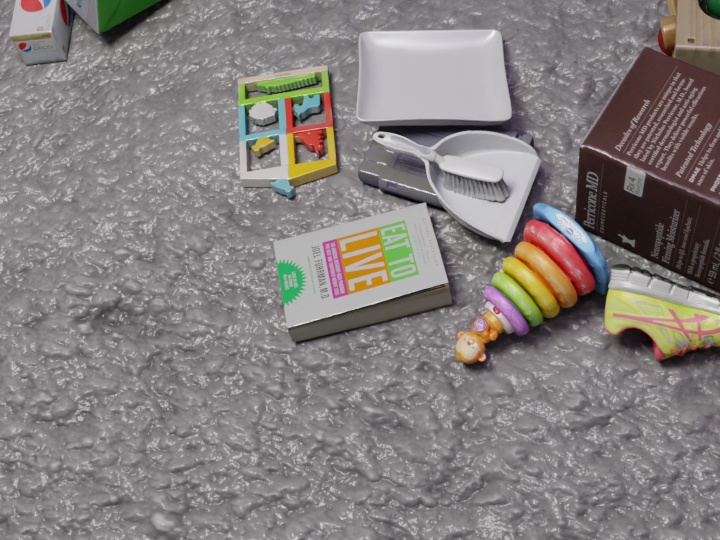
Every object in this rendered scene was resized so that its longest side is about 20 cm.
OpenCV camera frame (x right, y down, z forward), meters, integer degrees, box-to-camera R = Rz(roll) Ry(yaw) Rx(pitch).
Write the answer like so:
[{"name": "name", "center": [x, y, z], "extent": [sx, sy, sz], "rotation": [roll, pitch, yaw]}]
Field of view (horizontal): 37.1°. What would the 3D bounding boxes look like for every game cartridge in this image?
[{"name": "game cartridge", "center": [0.108, -0.139, 1.373], "extent": [0.197, 0.039, 0.131], "rotation": [18, 68, 18]}]

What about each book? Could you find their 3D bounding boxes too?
[{"name": "book", "center": [0.000, 0.000, 1.304], "extent": [0.197, 0.048, 0.135], "rotation": [-15, 55, 2]}]

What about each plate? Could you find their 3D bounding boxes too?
[{"name": "plate", "center": [0.094, -0.249, 1.415], "extent": [0.196, 0.033, 0.202], "rotation": [-1, 46, 2]}]

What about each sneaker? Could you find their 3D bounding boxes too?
[{"name": "sneaker", "center": [0.363, 0.063, 1.199], "extent": [0.197, 0.078, 0.092], "rotation": [19, 97, 9]}]

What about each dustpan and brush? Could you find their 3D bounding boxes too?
[{"name": "dustpan and brush", "center": [0.108, -0.127, 1.311], "extent": [0.197, 0.057, 0.141], "rotation": [16, 63, 17]}]

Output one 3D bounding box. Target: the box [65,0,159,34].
[{"name": "box", "center": [-0.358, -0.472, 1.561], "extent": [0.176, 0.097, 0.199], "rotation": [43, 60, 15]}]

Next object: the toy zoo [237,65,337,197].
[{"name": "toy zoo", "center": [-0.098, -0.183, 1.437], "extent": [0.129, 0.021, 0.203], "rotation": [-8, 59, 4]}]

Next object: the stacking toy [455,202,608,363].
[{"name": "stacking toy", "center": [0.182, 0.031, 1.232], "extent": [0.200, 0.110, 0.116], "rotation": [-43, 64, -4]}]

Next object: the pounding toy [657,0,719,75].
[{"name": "pounding toy", "center": [0.415, -0.305, 1.324], "extent": [0.140, 0.201, 0.187], "rotation": [5, 60, 12]}]

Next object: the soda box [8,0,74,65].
[{"name": "soda box", "center": [-0.468, -0.406, 1.601], "extent": [0.067, 0.064, 0.203], "rotation": [-5, 60, 6]}]

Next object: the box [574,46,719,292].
[{"name": "box", "center": [0.373, -0.115, 1.238], "extent": [0.198, 0.167, 0.165], "rotation": [27, 67, 22]}]
